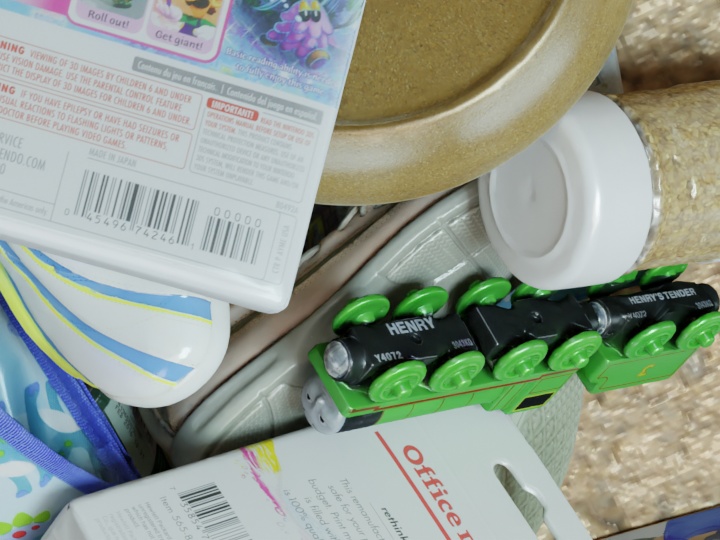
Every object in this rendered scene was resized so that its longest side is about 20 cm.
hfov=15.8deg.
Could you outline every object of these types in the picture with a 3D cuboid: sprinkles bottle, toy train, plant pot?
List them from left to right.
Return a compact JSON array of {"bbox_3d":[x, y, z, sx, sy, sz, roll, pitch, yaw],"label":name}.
[{"bbox_3d":[-0.003,-0.122,0.864,0.200,0.027,0.200,0,85,0],"label":"plant pot"},{"bbox_3d":[0.057,0.029,0.965,0.200,0.042,0.056,-7,148,-41],"label":"toy train"},{"bbox_3d":[0.140,-0.038,0.944,0.200,0.068,0.068,-8,126,-33],"label":"sprinkles bottle"}]

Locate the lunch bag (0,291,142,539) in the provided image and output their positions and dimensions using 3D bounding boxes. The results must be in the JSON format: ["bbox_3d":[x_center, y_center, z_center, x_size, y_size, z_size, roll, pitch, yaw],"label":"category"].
[{"bbox_3d":[-0.197,0.052,0.897,0.170,0.127,0.200,-32,115,14],"label":"lunch bag"}]

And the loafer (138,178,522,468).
[{"bbox_3d":[0.000,0.000,0.964,0.200,0.063,0.072,-39,147,-4],"label":"loafer"}]

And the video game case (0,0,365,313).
[{"bbox_3d":[-0.096,-0.099,0.811,0.200,0.024,0.182,16,81,-12],"label":"video game case"}]

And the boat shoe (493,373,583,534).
[{"bbox_3d":[0.027,0.106,1.028,0.200,0.062,0.075,-61,151,-8],"label":"boat shoe"}]

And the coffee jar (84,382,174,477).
[{"bbox_3d":[-0.103,0.122,1.030,0.104,0.085,0.200,-23,122,6],"label":"coffee jar"}]

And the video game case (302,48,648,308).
[{"bbox_3d":[0.027,-0.063,0.979,0.143,0.018,0.200,-15,123,-1],"label":"video game case"}]

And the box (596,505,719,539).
[{"bbox_3d":[0.105,0.161,1.071,0.200,0.119,0.041,-14,123,-2],"label":"box"}]

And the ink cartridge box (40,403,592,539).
[{"bbox_3d":[-0.011,0.120,0.928,0.200,0.115,0.068,-14,152,-41],"label":"ink cartridge box"}]

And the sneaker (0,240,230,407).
[{"bbox_3d":[-0.121,-0.042,0.855,0.076,0.200,0.105,-39,160,10],"label":"sneaker"}]
